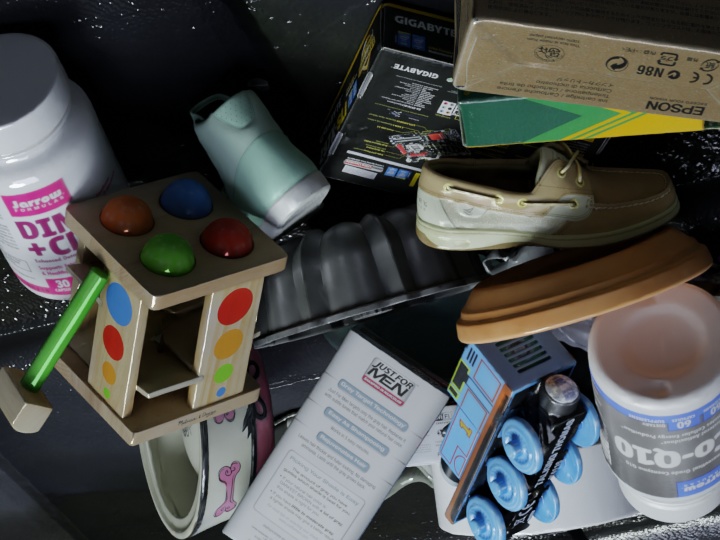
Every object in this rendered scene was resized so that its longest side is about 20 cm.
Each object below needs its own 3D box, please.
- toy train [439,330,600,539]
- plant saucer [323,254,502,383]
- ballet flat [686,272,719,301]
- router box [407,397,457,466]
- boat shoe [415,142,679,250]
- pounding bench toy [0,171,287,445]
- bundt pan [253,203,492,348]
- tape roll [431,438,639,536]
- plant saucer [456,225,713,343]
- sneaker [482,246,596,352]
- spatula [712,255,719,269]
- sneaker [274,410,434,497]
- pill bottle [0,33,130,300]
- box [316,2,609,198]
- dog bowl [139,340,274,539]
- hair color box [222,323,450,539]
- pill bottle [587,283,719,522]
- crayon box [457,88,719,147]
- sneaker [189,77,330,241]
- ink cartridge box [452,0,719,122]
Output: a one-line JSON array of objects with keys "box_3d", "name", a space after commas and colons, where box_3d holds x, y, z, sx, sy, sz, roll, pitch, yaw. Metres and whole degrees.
[{"box_3d": [0.117, 0.131, 1.585, 0.086, 0.115, 0.201, -21, 149, -30], "name": "toy train"}, {"box_3d": [0.059, 0.054, 1.754, 0.199, 0.039, 0.202, 1, 143, 1], "name": "plant saucer"}, {"box_3d": [0.292, 0.034, 1.630, 0.071, 0.070, 0.199, 16, -175, 41], "name": "ballet flat"}, {"box_3d": [0.082, 0.132, 1.758, 0.198, 0.049, 0.179, -7, -178, 7], "name": "router box"}, {"box_3d": [0.139, -0.059, 1.494, 0.198, 0.074, 0.067, -6, 118, -2], "name": "boat shoe"}, {"box_3d": [-0.175, 0.029, 1.499, 0.199, 0.124, 0.157, -18, 135, -37], "name": "pounding bench toy"}, {"box_3d": [0.000, 0.000, 1.597, 0.200, 0.076, 0.202, -17, 176, -1], "name": "bundt pan"}, {"box_3d": [0.163, 0.181, 1.788, 0.200, 0.072, 0.202, -9, -178, 0], "name": "tape roll"}, {"box_3d": [0.163, 0.007, 1.505, 0.198, 0.038, 0.200, -19, -176, 1], "name": "plant saucer"}, {"box_3d": [0.187, 0.044, 1.674, 0.114, 0.075, 0.201, -21, 112, 35], "name": "sneaker"}, {"box_3d": [0.264, -0.005, 1.675, 0.198, 0.021, 0.056, -11, 164, 24], "name": "spatula"}, {"box_3d": [-0.013, 0.180, 1.889, 0.198, 0.089, 0.074, -9, 144, 17], "name": "sneaker"}, {"box_3d": [-0.244, -0.078, 1.532, 0.112, 0.114, 0.201, -5, 143, 11], "name": "pill bottle"}, {"box_3d": [0.083, -0.114, 1.521, 0.198, 0.050, 0.160, 12, 145, -13], "name": "box"}, {"box_3d": [-0.135, 0.128, 1.747, 0.073, 0.201, 0.201, -7, 148, -22], "name": "dog bowl"}, {"box_3d": [-0.017, 0.155, 1.652, 0.099, 0.061, 0.201, 33, 97, 5], "name": "hair color box"}, {"box_3d": [0.239, 0.108, 1.558, 0.113, 0.115, 0.201, -5, 145, 10], "name": "pill bottle"}, {"box_3d": [0.167, -0.155, 1.395, 0.198, 0.127, 0.052, -3, 143, 7], "name": "crayon box"}, {"box_3d": [-0.086, -0.082, 1.574, 0.074, 0.119, 0.200, -35, 177, -17], "name": "sneaker"}, {"box_3d": [0.162, -0.191, 1.314, 0.198, 0.166, 0.075, 7, 146, -5], "name": "ink cartridge box"}]
